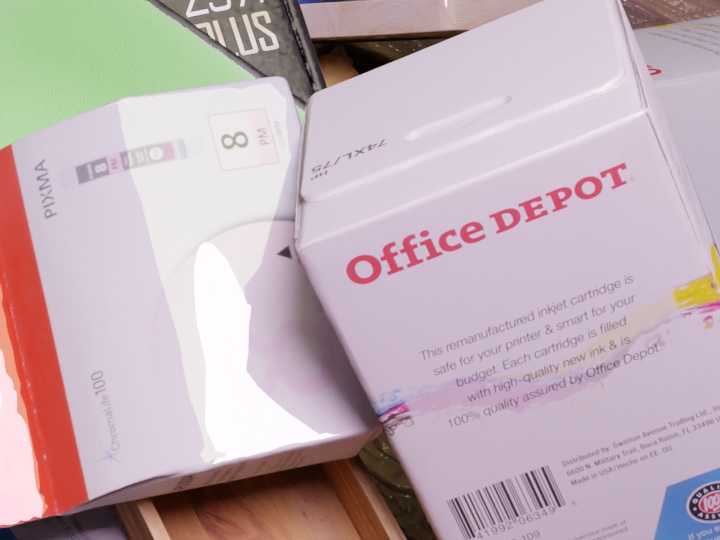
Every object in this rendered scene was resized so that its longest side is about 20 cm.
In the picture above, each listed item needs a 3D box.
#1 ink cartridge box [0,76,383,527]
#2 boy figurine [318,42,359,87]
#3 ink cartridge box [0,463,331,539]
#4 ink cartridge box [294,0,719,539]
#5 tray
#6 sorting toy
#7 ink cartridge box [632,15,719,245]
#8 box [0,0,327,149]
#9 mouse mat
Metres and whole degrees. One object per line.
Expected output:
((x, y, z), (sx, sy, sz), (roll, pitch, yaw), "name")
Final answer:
((-0.106, 0.014, 0.912), (0.198, 0.057, 0.164), (-9, 71, -21), "ink cartridge box")
((0.013, -0.080, 1.223), (0.199, 0.065, 0.124), (-15, 55, -48), "boy figurine")
((-0.118, 0.104, 1.006), (0.199, 0.085, 0.145), (-24, 50, -26), "ink cartridge box")
((0.078, 0.014, 0.924), (0.146, 0.201, 0.146), (-20, 26, 11), "ink cartridge box")
((-0.039, 0.113, 0.928), (0.098, 0.037, 0.201), (-18, 59, -23), "tray")
((0.013, -0.165, 1.256), (0.197, 0.070, 0.199), (1, 6, 32), "sorting toy")
((0.202, -0.051, 1.146), (0.198, 0.146, 0.145), (-10, 16, -15), "ink cartridge box")
((-0.121, -0.070, 1.026), (0.198, 0.086, 0.165), (-13, 70, -14), "box")
((-0.128, -0.036, 0.960), (0.160, 0.008, 0.201), (35, 67, 5), "mouse mat")
